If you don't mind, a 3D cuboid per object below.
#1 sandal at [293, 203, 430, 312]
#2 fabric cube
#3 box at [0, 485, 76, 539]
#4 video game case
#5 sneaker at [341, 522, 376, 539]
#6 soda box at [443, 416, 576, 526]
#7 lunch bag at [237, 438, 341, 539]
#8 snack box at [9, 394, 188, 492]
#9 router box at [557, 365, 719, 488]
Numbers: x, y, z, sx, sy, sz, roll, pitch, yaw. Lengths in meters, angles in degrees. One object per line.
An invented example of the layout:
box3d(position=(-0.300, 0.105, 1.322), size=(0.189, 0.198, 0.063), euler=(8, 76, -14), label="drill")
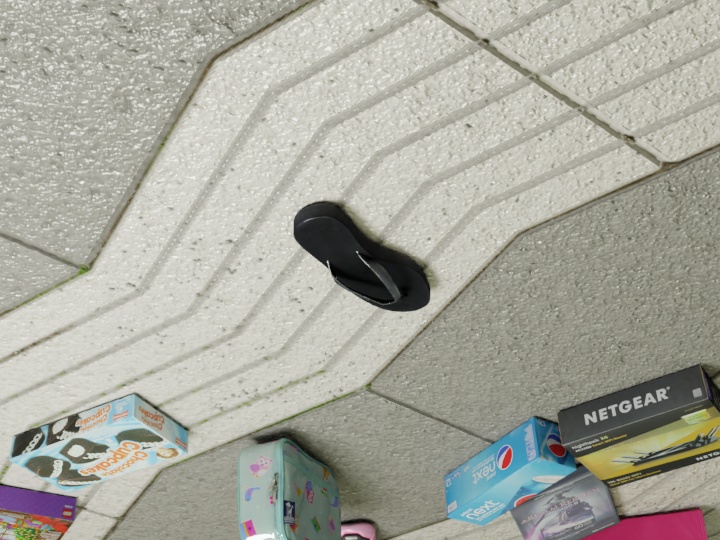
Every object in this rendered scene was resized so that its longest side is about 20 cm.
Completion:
box3d(position=(-0.001, 0.000, 1.308), size=(0.076, 0.043, 0.200), euler=(-28, 137, 30), label="sandal")
box3d(position=(0.441, 0.500, 1.888), size=(0.199, 0.200, 0.196), euler=(-9, 144, 12), label="fabric cube")
box3d(position=(-0.519, 0.350, 1.746), size=(0.200, 0.039, 0.137), euler=(15, 140, -23), label="box")
box3d(position=(0.296, 0.349, 1.792), size=(0.143, 0.019, 0.200), euler=(-24, 143, 4), label="video game case")
box3d(position=(-0.001, 0.463, 1.891), size=(0.079, 0.095, 0.200), euler=(-10, 144, 7), label="sneaker")
box3d(position=(0.200, 0.276, 1.679), size=(0.068, 0.064, 0.200), euler=(20, 138, -28), label="soda box")
box3d(position=(-0.091, 0.314, 1.634), size=(0.077, 0.160, 0.200), euler=(-11, 149, 19), label="lunch bag")
box3d(position=(-0.336, 0.226, 1.594), size=(0.200, 0.037, 0.116), euler=(-21, 140, 22), label="snack box")
box3d(position=(0.381, 0.208, 1.608), size=(0.200, 0.052, 0.157), euler=(-23, 139, 25), label="router box")
